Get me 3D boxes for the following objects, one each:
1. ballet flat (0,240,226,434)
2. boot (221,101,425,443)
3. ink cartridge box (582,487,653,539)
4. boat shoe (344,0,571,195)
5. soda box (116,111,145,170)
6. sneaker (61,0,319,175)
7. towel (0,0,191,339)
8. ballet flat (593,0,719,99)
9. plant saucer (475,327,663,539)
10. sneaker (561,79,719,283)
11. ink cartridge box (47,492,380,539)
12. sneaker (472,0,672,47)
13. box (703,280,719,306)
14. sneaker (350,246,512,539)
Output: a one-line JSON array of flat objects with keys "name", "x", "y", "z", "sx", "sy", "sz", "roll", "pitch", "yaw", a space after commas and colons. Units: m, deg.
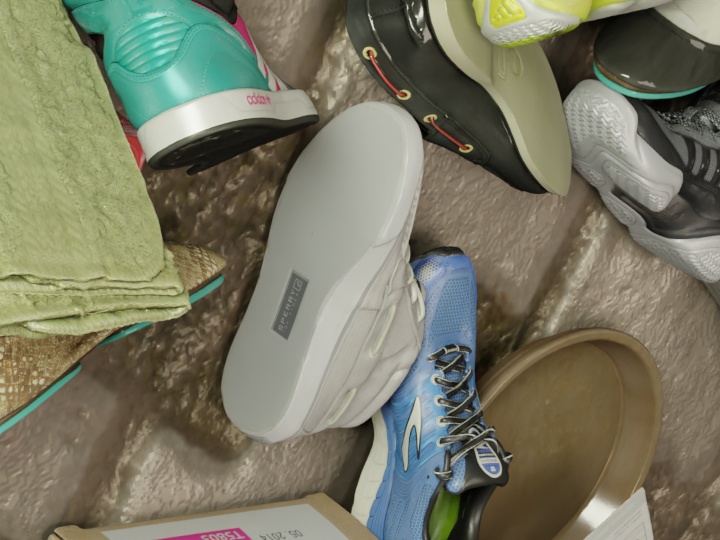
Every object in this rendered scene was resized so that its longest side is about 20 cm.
[{"name": "ballet flat", "x": -0.144, "y": 0.019, "z": 1.201, "sx": 0.200, "sy": 0.070, "sz": 0.065, "roll": -36, "pitch": 102, "yaw": -42}, {"name": "boot", "x": 0.000, "y": 0.000, "z": 1.341, "sx": 0.095, "sy": 0.074, "sz": 0.200, "roll": -3, "pitch": 126, "yaw": -50}, {"name": "ink cartridge box", "x": 0.123, "y": 0.229, "z": 1.610, "sx": 0.162, "sy": 0.057, "sz": 0.200, "roll": -40, "pitch": 140, "yaw": -16}, {"name": "boat shoe", "x": 0.058, "y": -0.098, "z": 1.331, "sx": 0.201, "sy": 0.063, "sz": 0.074, "roll": 43, "pitch": 42, "yaw": -53}, {"name": "soda box", "x": -0.192, "y": -0.050, "z": 1.114, "sx": 0.200, "sy": 0.063, "sz": 0.070, "roll": 4, "pitch": 113, "yaw": -45}, {"name": "sneaker", "x": -0.082, "y": -0.110, "z": 1.171, "sx": 0.083, "sy": 0.121, "sz": 0.200, "roll": -21, "pitch": 179, "yaw": 6}, {"name": "towel", "x": -0.160, "y": -0.058, "z": 1.049, "sx": 0.148, "sy": 0.200, "sz": 0.036, "roll": -1, "pitch": 149, "yaw": -48}, {"name": "ballet flat", "x": 0.202, "y": -0.145, "z": 1.431, "sx": 0.200, "sy": 0.068, "sz": 0.069, "roll": -16, "pitch": 138, "yaw": -51}, {"name": "plant saucer", "x": 0.107, "y": 0.120, "z": 1.549, "sx": 0.200, "sy": 0.029, "sz": 0.201, "roll": -24, "pitch": 131, "yaw": -31}, {"name": "sneaker", "x": 0.187, "y": -0.082, "z": 1.462, "sx": 0.114, "sy": 0.075, "sz": 0.200, "roll": -54, "pitch": 143, "yaw": -8}, {"name": "ink cartridge box", "x": -0.092, "y": 0.219, "z": 1.385, "sx": 0.200, "sy": 0.075, "sz": 0.165, "roll": -3, "pitch": 119, "yaw": -43}, {"name": "sneaker", "x": 0.114, "y": -0.182, "z": 1.317, "sx": 0.200, "sy": 0.076, "sz": 0.105, "roll": -27, "pitch": 105, "yaw": -62}, {"name": "box", "x": 0.358, "y": 0.020, "z": 1.597, "sx": 0.171, "sy": 0.200, "sz": 0.199, "roll": -51, "pitch": 140, "yaw": -8}, {"name": "sneaker", "x": 0.051, "y": 0.085, "z": 1.412, "sx": 0.078, "sy": 0.089, "sz": 0.201, "roll": -11, "pitch": 109, "yaw": -40}]
